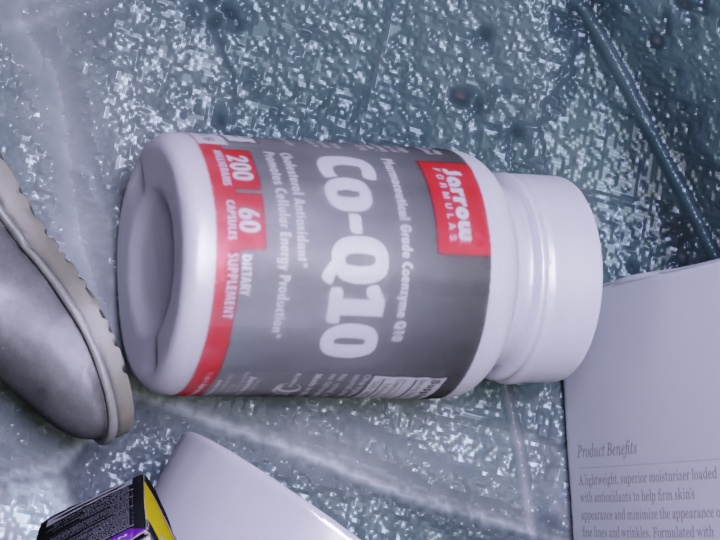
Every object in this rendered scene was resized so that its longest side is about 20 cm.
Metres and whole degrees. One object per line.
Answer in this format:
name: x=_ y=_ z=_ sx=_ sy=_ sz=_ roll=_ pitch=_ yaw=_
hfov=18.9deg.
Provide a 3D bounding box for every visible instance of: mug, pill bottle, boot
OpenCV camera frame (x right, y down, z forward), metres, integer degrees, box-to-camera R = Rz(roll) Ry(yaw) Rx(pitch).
mug: x=-0.042 y=0.184 z=0.914 sx=0.186 sy=0.149 sz=0.154 roll=37 pitch=79 yaw=-7
pill bottle: x=0.000 y=0.000 z=0.967 sx=0.199 sy=0.114 sz=0.115 roll=2 pitch=82 yaw=-22
boot: x=-0.216 y=0.036 z=0.895 sx=0.199 sy=0.073 sz=0.182 roll=-32 pitch=82 yaw=-30

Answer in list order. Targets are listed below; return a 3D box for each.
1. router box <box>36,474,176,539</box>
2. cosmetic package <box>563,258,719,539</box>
router box: x=-0.056 y=0.181 z=0.773 sx=0.051 sy=0.149 sz=0.201 roll=-25 pitch=95 yaw=-4
cosmetic package: x=0.204 y=0.098 z=1.013 sx=0.164 sy=0.165 sz=0.202 roll=0 pitch=84 yaw=-23
